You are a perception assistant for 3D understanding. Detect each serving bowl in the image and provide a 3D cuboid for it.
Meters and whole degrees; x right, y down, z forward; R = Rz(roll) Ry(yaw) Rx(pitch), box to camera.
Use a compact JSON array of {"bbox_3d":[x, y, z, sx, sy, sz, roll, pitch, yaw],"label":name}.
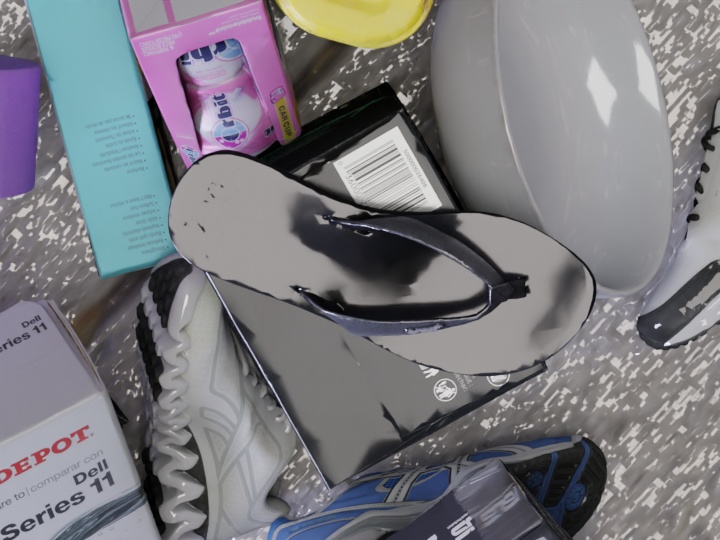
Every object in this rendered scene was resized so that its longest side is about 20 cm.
[{"bbox_3d":[0.090,-0.079,1.188,0.066,0.200,0.200,-11,100,30],"label":"serving bowl"}]

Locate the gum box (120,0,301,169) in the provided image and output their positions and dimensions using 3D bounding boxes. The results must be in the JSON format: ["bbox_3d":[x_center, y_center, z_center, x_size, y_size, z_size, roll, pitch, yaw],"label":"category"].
[{"bbox_3d":[-0.087,-0.158,1.144,0.066,0.114,0.200,-17,59,1],"label":"gum box"}]

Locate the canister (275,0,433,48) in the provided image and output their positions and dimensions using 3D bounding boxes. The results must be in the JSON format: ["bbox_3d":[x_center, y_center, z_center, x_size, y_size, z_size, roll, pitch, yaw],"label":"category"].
[{"bbox_3d":[0.006,-0.184,1.150,0.087,0.200,0.149,15,98,-3],"label":"canister"}]

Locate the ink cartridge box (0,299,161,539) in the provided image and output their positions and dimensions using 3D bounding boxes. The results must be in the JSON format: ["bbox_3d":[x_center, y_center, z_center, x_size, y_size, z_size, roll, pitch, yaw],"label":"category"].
[{"bbox_3d":[-0.184,0.132,1.185,0.147,0.083,0.200,-28,136,-14],"label":"ink cartridge box"}]

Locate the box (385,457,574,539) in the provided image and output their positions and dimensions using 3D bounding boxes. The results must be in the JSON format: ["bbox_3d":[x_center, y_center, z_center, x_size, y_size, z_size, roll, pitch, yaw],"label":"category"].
[{"bbox_3d":[0.049,0.191,1.218,0.161,0.200,0.049,-38,58,2],"label":"box"}]

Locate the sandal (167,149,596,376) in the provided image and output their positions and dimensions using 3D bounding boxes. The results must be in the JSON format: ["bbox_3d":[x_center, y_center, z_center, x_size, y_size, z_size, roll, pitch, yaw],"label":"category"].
[{"bbox_3d":[0.009,0.002,1.054,0.200,0.043,0.076,14,98,-4],"label":"sandal"}]

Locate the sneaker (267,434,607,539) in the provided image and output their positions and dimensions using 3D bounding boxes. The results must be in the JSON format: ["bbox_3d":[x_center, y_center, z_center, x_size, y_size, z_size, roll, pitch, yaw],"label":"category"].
[{"bbox_3d":[0.041,0.129,1.260,0.200,0.077,0.076,-18,124,-18],"label":"sneaker"}]

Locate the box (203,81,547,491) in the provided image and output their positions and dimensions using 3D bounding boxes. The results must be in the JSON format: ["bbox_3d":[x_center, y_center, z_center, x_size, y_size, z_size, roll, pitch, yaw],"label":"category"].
[{"bbox_3d":[0.000,0.000,1.177,0.124,0.200,0.149,-29,98,2],"label":"box"}]

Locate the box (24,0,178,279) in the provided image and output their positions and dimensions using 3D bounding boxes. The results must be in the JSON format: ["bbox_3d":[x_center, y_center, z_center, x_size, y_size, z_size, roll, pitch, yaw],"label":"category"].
[{"bbox_3d":[-0.137,-0.102,1.218,0.049,0.082,0.200,-14,99,0],"label":"box"}]

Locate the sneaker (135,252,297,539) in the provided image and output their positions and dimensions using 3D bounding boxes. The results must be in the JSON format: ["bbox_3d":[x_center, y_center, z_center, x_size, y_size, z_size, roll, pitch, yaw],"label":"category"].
[{"bbox_3d":[-0.076,0.068,1.226,0.081,0.075,0.200,-7,133,-10],"label":"sneaker"}]

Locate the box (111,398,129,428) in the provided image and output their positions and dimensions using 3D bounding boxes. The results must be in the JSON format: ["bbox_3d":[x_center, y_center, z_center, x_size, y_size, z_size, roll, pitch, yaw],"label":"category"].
[{"bbox_3d":[-0.251,0.104,1.208,0.200,0.048,0.193,-46,136,4],"label":"box"}]

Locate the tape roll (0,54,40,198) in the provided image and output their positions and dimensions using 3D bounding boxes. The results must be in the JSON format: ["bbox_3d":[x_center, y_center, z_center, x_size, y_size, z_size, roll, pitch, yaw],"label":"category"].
[{"bbox_3d":[-0.262,-0.078,1.158,0.200,0.200,0.066,3,98,-2],"label":"tape roll"}]

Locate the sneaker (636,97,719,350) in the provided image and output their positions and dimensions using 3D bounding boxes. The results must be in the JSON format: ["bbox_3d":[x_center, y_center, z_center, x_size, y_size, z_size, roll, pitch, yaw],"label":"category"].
[{"bbox_3d":[0.205,-0.046,1.247,0.080,0.074,0.200,37,87,-2],"label":"sneaker"}]
